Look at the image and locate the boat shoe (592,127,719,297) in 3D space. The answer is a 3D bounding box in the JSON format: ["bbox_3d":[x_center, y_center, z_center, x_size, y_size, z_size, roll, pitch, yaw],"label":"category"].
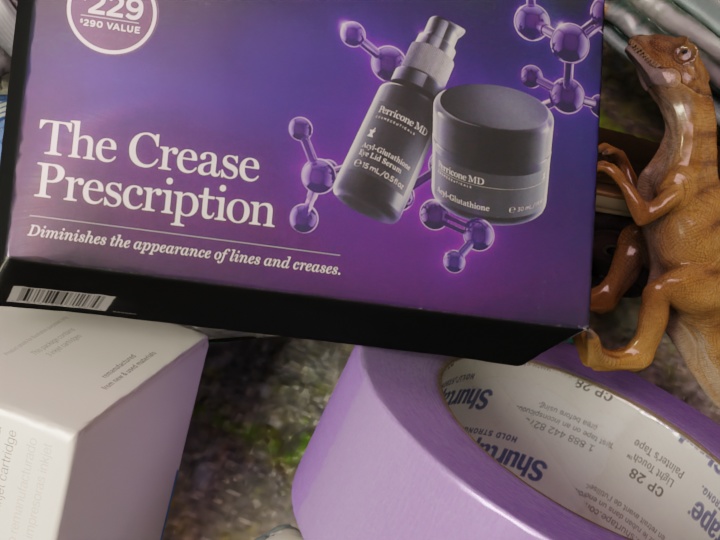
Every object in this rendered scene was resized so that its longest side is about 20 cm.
[{"bbox_3d":[0.116,-0.019,0.920,0.199,0.065,0.073,9,27,-8],"label":"boat shoe"}]

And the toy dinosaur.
[{"bbox_3d":[0.129,0.009,0.859,0.106,0.060,0.201,-19,109,-11],"label":"toy dinosaur"}]

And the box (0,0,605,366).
[{"bbox_3d":[-0.022,-0.052,0.755,0.199,0.079,0.142,7,75,-13],"label":"box"}]

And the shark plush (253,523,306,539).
[{"bbox_3d":[-0.078,0.176,0.760,0.200,0.091,0.083,-48,42,-4],"label":"shark plush"}]

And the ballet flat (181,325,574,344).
[{"bbox_3d":[0.000,0.000,0.909,0.199,0.072,0.072,0,63,-4],"label":"ballet flat"}]

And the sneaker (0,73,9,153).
[{"bbox_3d":[-0.203,-0.003,0.903,0.200,0.079,0.089,-34,67,-18],"label":"sneaker"}]

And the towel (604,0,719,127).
[{"bbox_3d":[0.215,-0.104,0.967,0.200,0.048,0.171,42,46,21],"label":"towel"}]

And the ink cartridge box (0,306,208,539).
[{"bbox_3d":[-0.180,0.065,0.800,0.199,0.129,0.125,18,19,12],"label":"ink cartridge box"}]

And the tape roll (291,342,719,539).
[{"bbox_3d":[0.077,0.093,0.807,0.199,0.066,0.200,23,20,-9],"label":"tape roll"}]

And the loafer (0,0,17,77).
[{"bbox_3d":[-0.173,-0.138,0.950,0.063,0.072,0.200,-34,31,11],"label":"loafer"}]
